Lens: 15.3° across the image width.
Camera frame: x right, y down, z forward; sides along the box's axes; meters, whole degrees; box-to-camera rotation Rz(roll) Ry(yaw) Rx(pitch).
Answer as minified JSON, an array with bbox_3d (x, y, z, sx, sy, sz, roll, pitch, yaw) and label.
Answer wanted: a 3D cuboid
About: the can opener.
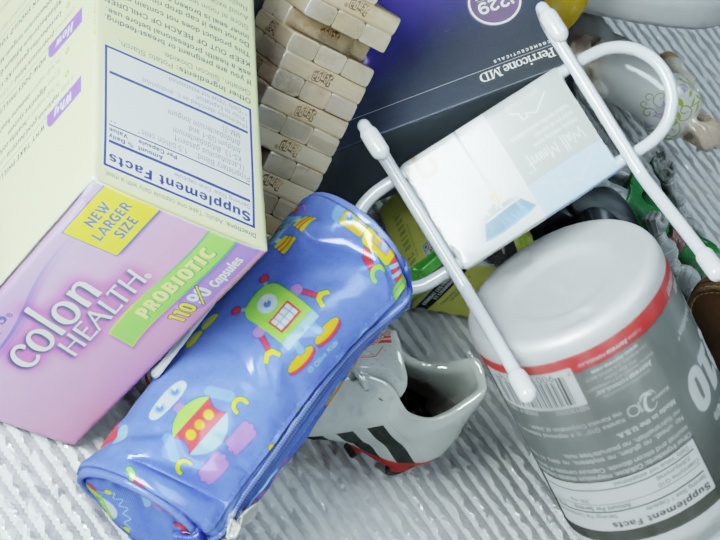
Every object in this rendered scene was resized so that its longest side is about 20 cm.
[{"bbox_3d":[0.148,0.025,1.568,0.200,0.063,0.079,63,19,-45],"label":"can opener"}]

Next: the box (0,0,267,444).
[{"bbox_3d":[-0.135,-0.052,1.313,0.096,0.176,0.201,23,43,-28],"label":"box"}]

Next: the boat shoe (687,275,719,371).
[{"bbox_3d":[0.233,0.100,1.583,0.067,0.072,0.202,-23,100,-48],"label":"boat shoe"}]

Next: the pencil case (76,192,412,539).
[{"bbox_3d":[-0.051,0.056,1.313,0.087,0.078,0.200,28,66,24],"label":"pencil case"}]

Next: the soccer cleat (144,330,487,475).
[{"bbox_3d":[-0.021,0.058,1.401,0.199,0.085,0.069,15,47,-36],"label":"soccer cleat"}]

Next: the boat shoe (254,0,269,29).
[{"bbox_3d":[-0.052,-0.140,1.442,0.072,0.199,0.068,67,-1,-74],"label":"boat shoe"}]

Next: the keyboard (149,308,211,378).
[{"bbox_3d":[-0.099,-0.016,1.362,0.011,0.056,0.200,25,21,-21],"label":"keyboard"}]

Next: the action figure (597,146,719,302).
[{"bbox_3d":[0.169,-0.034,1.622,0.200,0.055,0.118,40,34,-17],"label":"action figure"}]

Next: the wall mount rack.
[{"bbox_3d":[0.093,-0.034,1.399,0.174,0.199,0.075,58,2,8],"label":"wall mount rack"}]

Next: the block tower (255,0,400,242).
[{"bbox_3d":[-0.049,-0.067,1.397,0.054,0.201,0.058,23,9,-27],"label":"block tower"}]

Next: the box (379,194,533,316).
[{"bbox_3d":[0.108,-0.007,1.618,0.199,0.050,0.076,11,48,-39],"label":"box"}]

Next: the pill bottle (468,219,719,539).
[{"bbox_3d":[0.148,0.083,1.471,0.201,0.113,0.114,61,29,-29],"label":"pill bottle"}]

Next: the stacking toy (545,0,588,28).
[{"bbox_3d":[0.091,-0.173,1.609,0.146,0.199,0.147,53,20,-29],"label":"stacking toy"}]

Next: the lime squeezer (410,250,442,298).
[{"bbox_3d":[0.000,0.000,1.493,0.199,0.038,0.071,-8,80,-29],"label":"lime squeezer"}]

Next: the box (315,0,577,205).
[{"bbox_3d":[0.005,-0.119,1.500,0.079,0.199,0.142,73,-4,-66],"label":"box"}]

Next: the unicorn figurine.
[{"bbox_3d":[0.157,-0.133,1.755,0.199,0.074,0.138,18,21,-7],"label":"unicorn figurine"}]

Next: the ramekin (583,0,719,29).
[{"bbox_3d":[0.154,-0.230,1.749,0.201,0.095,0.203,12,16,-3],"label":"ramekin"}]
